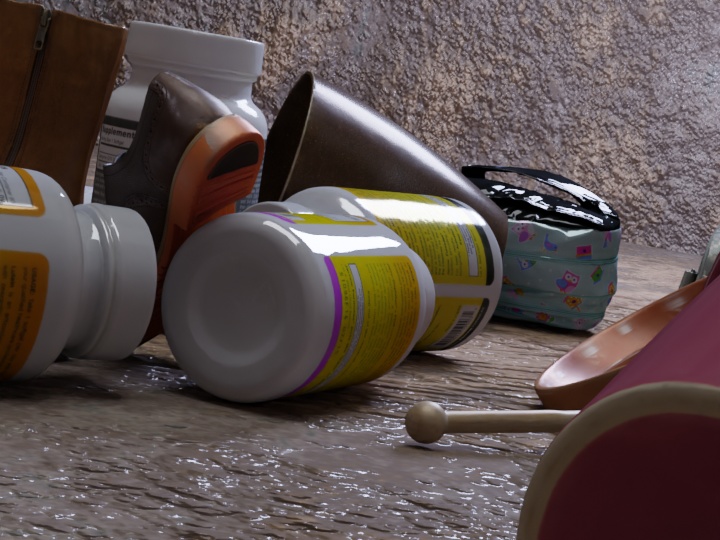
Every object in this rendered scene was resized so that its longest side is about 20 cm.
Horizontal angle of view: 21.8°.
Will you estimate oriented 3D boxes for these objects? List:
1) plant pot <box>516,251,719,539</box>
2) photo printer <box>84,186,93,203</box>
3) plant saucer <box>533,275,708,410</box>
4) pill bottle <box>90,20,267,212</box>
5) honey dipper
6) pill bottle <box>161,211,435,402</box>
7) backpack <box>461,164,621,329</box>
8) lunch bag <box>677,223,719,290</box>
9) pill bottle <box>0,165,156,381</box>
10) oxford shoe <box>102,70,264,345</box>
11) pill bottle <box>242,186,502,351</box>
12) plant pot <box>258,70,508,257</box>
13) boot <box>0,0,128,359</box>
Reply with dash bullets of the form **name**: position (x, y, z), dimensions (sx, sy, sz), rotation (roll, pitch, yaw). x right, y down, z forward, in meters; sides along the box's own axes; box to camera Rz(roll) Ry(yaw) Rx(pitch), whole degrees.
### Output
- **plant pot**: position (0.144, 0.067, 0.495), dimensions (0.199, 0.202, 0.178), rotation (13, 23, 42)
- **photo printer**: position (-0.254, -0.035, 1.483), dimensions (0.198, 0.070, 0.166), rotation (8, 5, 3)
- **plant saucer**: position (0.203, 0.041, 1.165), dimensions (0.199, 0.033, 0.200), rotation (-27, 4, 2)
- **pill bottle**: position (-0.126, -0.064, 1.294), dimensions (0.115, 0.202, 0.116), rotation (9, 5, -1)
- **honey dipper**: position (0.109, 0.084, 1.031), dimensions (0.199, 0.038, 0.038), rotation (1, 8, -30)
- **pill bottle**: position (-0.026, 0.019, 1.097), dimensions (0.104, 0.105, 0.200), rotation (11, 5, 24)
- **backpack**: position (0.136, -0.020, 1.682), dimensions (0.198, 0.128, 0.167), rotation (11, 17, 16)
- **lunch bag**: position (0.367, 0.024, 1.510), dimensions (0.198, 0.141, 0.168), rotation (10, 5, 20)
- **pill bottle**: position (-0.210, 0.000, 0.953), dimensions (0.199, 0.112, 0.111), rotation (6, 6, -34)
- **oxford shoe**: position (-0.115, -0.031, 1.082), dimensions (0.073, 0.201, 0.071), rotation (44, 44, 17)
- **pill bottle**: position (0.000, 0.000, 1.294), dimensions (0.112, 0.113, 0.199), rotation (13, 6, 39)
- **plant pot**: position (0.014, -0.040, 1.544), dimensions (0.199, 0.188, 0.187), rotation (21, 2, -13)
- **boot**: position (-0.238, -0.063, 1.085), dimensions (0.187, 0.202, 0.068), rotation (10, 6, 19)
